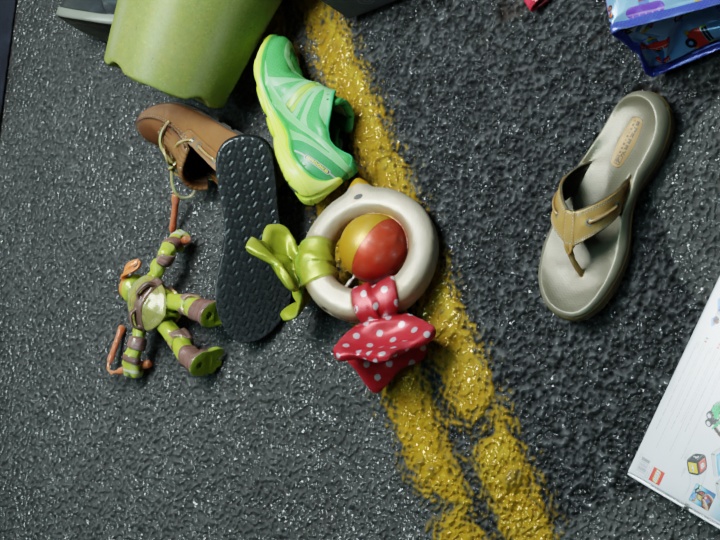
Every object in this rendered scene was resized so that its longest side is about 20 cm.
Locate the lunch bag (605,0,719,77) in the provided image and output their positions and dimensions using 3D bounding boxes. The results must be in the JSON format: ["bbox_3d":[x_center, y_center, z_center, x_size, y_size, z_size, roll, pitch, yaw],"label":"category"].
[{"bbox_3d":[0.296,-0.268,1.291,0.199,0.094,0.151,-17,64,26],"label":"lunch bag"}]

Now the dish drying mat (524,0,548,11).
[{"bbox_3d":[0.143,-0.330,1.478,0.077,0.018,0.201,-42,55,25],"label":"dish drying mat"}]

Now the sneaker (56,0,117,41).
[{"bbox_3d":[-0.240,-0.308,1.769,0.199,0.075,0.107,7,78,32],"label":"sneaker"}]

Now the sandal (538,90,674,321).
[{"bbox_3d":[0.193,-0.058,1.329,0.080,0.054,0.201,26,95,42],"label":"sandal"}]

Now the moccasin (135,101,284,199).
[{"bbox_3d":[-0.162,-0.113,1.635,0.201,0.074,0.078,31,72,33],"label":"moccasin"}]

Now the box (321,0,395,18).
[{"bbox_3d":[-0.007,-0.364,1.542,0.106,0.122,0.201,-15,68,32],"label":"box"}]

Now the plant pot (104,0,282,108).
[{"bbox_3d":[-0.165,-0.269,1.610,0.200,0.200,0.185,32,103,41],"label":"plant pot"}]

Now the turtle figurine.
[{"bbox_3d":[-0.196,0.029,1.629,0.161,0.064,0.201,26,95,42],"label":"turtle figurine"}]

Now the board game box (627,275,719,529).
[{"bbox_3d":[0.295,0.092,1.210,0.126,0.035,0.201,29,97,42],"label":"board game box"}]

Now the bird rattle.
[{"bbox_3d":[0.000,0.000,1.452,0.200,0.113,0.163,30,81,39],"label":"bird rattle"}]

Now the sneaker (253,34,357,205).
[{"bbox_3d":[-0.049,-0.149,1.565,0.083,0.074,0.201,-22,56,4],"label":"sneaker"}]

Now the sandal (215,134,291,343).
[{"bbox_3d":[-0.102,-0.031,1.558,0.075,0.048,0.202,1,100,2],"label":"sandal"}]

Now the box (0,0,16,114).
[{"bbox_3d":[-0.532,-0.253,1.966,0.196,0.117,0.201,-8,71,39],"label":"box"}]
